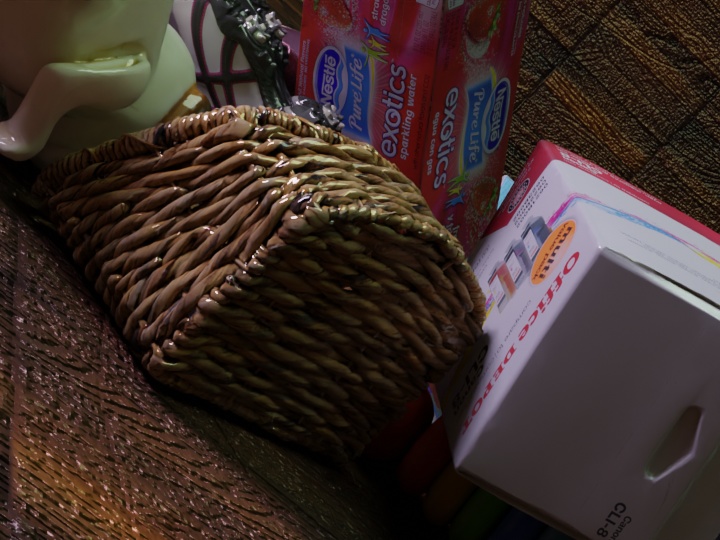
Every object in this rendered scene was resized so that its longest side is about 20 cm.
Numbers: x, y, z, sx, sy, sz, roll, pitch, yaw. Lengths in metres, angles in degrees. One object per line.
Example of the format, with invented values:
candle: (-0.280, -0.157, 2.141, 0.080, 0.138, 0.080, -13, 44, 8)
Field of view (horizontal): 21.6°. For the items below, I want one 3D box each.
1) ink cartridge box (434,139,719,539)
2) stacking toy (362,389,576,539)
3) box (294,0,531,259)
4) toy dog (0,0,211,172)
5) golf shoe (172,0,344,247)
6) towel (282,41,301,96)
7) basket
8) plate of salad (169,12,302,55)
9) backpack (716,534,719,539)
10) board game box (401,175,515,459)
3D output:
ink cartridge box: (0.136, 0.045, 1.029, 0.144, 0.146, 0.200, 28, 15, -13)
stacking toy: (0.069, 0.128, 1.051, 0.200, 0.085, 0.085, 40, 8, 9)
box: (0.027, -0.103, 1.102, 0.099, 0.201, 0.095, 26, 36, 30)
toy dog: (-0.147, -0.137, 0.962, 0.139, 0.194, 0.201, 20, -40, 24)
golf shoe: (-0.075, -0.102, 1.048, 0.201, 0.088, 0.077, 59, 16, 1)
towel: (-0.068, -0.087, 1.195, 0.200, 0.143, 0.023, 41, 47, -59)
basket: (-0.042, -0.015, 0.964, 0.149, 0.143, 0.200, 52, 11, 35)
plate of salad: (-0.088, -0.126, 1.199, 0.200, 0.199, 0.048, 33, 56, -50)
backpack: (0.269, 0.169, 1.336, 0.163, 0.200, 0.168, 45, 9, 10)
board game box: (0.094, 0.057, 1.189, 0.134, 0.034, 0.200, 41, 53, -18)
